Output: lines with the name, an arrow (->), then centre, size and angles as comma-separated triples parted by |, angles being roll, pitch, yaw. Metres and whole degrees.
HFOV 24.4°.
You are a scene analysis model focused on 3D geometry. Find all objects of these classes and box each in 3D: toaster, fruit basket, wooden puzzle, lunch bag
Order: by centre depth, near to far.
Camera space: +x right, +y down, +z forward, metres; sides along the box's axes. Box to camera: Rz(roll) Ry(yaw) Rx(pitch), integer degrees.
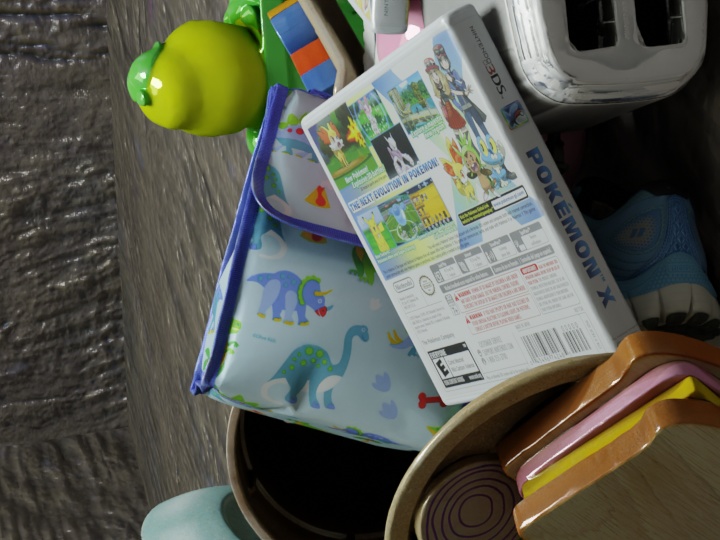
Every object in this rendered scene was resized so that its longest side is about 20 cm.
toaster -> 0.097, -0.146, 0.811 | 0.129, 0.113, 0.202 | 174, 91, -73
lunch bag -> 0.000, 0.000, 1.031 | 0.127, 0.169, 0.202 | 149, 137, -77
wooden puzzle -> -0.010, -0.126, 1.218 | 0.186, 0.046, 0.201 | 56, -170, -44
fruit basket -> -0.094, -0.160, 1.357 | 0.156, 0.214, 0.218 | -135, 39, -74

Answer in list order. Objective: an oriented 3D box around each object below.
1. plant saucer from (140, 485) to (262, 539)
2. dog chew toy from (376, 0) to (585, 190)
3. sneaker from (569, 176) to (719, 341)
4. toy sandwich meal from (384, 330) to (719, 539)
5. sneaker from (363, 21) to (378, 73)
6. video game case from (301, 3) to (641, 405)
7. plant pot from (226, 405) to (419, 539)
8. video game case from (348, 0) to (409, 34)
plant saucer -> -0.056, 0.201, 1.182 | 0.039, 0.200, 0.201 | -66, 25, 18
dog chew toy -> 0.062, -0.122, 0.957 | 0.125, 0.123, 0.202 | 119, 148, -67
sneaker -> 0.127, -0.002, 0.880 | 0.200, 0.078, 0.091 | 161, 110, -67
toy sandwich meal -> 0.110, 0.118, 0.767 | 0.070, 0.203, 0.206 | -112, 20, -50
sneaker -> 0.043, -0.162, 1.102 | 0.081, 0.076, 0.201 | 124, 136, -55
video game case -> 0.050, -0.023, 0.850 | 0.183, 0.022, 0.200 | 63, 157, -2
plant pot -> -0.005, 0.094, 1.207 | 0.198, 0.198, 0.202 | -125, 30, -75
video game case -> 0.009, -0.234, 0.909 | 0.200, 0.023, 0.184 | -111, 23, -73
